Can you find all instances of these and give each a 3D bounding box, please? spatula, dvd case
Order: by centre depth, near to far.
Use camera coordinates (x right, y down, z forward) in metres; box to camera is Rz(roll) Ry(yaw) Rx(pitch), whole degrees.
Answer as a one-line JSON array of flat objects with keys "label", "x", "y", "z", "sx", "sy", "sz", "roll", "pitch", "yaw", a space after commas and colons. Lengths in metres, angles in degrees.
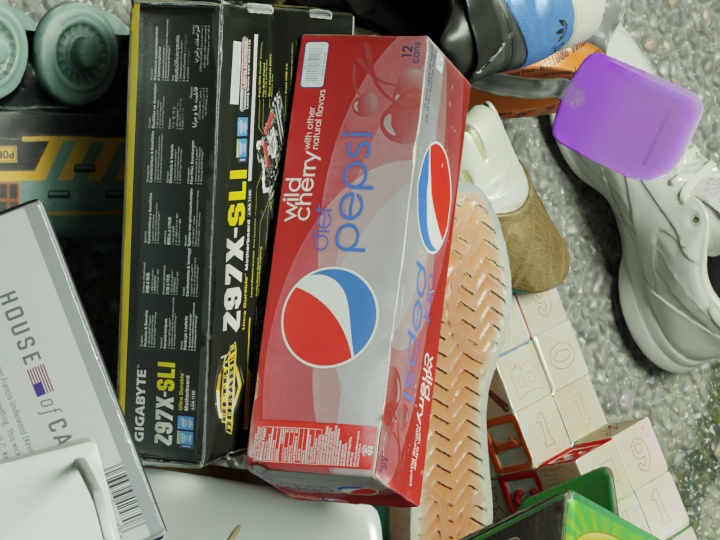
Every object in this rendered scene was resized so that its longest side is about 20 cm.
[{"label": "dvd case", "x": -0.198, "y": 0.076, "z": 1.180, "sx": 0.199, "sy": 0.025, "sz": 0.151, "roll": -21, "pitch": 93, "yaw": -9}, {"label": "spatula", "x": 0.065, "y": -0.093, "z": 1.392, "sx": 0.057, "sy": 0.199, "sz": 0.021, "roll": -63, "pitch": 159, "yaw": -23}]

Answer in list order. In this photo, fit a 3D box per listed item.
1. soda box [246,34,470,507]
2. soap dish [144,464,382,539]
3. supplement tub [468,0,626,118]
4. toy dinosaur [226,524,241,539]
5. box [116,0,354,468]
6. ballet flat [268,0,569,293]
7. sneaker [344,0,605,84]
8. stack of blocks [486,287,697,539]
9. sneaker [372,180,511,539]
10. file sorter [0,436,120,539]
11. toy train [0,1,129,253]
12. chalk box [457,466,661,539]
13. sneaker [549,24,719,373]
[{"label": "soda box", "x": 0.000, "y": 0.000, "z": 1.274, "sx": 0.070, "sy": 0.063, "sz": 0.201, "roll": 41, "pitch": 54, "yaw": -66}, {"label": "soap dish", "x": -0.084, "y": 0.166, "z": 1.282, "sx": 0.199, "sy": 0.081, "sz": 0.158, "roll": 11, "pitch": 72, "yaw": -37}, {"label": "supplement tub", "x": 0.073, "y": -0.186, "z": 1.472, "sx": 0.122, "sy": 0.122, "sz": 0.201, "roll": 7, "pitch": 75, "yaw": -39}, {"label": "toy dinosaur", "x": -0.055, "y": 0.194, "z": 1.189, "sx": 0.058, "sy": 0.101, "sz": 0.201, "roll": -7, "pitch": 71, "yaw": -12}, {"label": "box", "x": -0.054, "y": -0.020, "z": 1.287, "sx": 0.160, "sy": 0.049, "sz": 0.201, "roll": -9, "pitch": 103, "yaw": -68}, {"label": "ballet flat", "x": 0.024, "y": -0.067, "z": 1.382, "sx": 0.200, "sy": 0.072, "sz": 0.068, "roll": 37, "pitch": 45, "yaw": 8}, {"label": "sneaker", "x": 0.024, "y": -0.180, "z": 1.353, "sx": 0.111, "sy": 0.077, "sz": 0.201, "roll": -26, "pitch": 87, "yaw": -34}, {"label": "stack of blocks", "x": 0.091, "y": 0.104, "z": 1.421, "sx": 0.058, "sy": 0.115, "sz": 0.201, "roll": -24, "pitch": 94, "yaw": -41}, {"label": "sneaker", "x": 0.019, "y": 0.052, "z": 1.363, "sx": 0.071, "sy": 0.080, "sz": 0.201, "roll": -7, "pitch": 106, "yaw": -41}, {"label": "file sorter", "x": -0.178, "y": 0.163, "z": 1.111, "sx": 0.199, "sy": 0.125, "sz": 0.140, "roll": -14, "pitch": 97, "yaw": -9}, {"label": "toy train", "x": -0.145, "y": -0.063, "z": 1.293, "sx": 0.199, "sy": 0.085, "sz": 0.115, "roll": -2, "pitch": 94, "yaw": -43}, {"label": "chalk box", "x": 0.094, "y": 0.188, "z": 1.295, "sx": 0.124, "sy": 0.125, "sz": 0.201, "roll": 30, "pitch": 50, "yaw": -28}, {"label": "sneaker", "x": 0.169, "y": -0.049, "z": 1.534, "sx": 0.075, "sy": 0.099, "sz": 0.201, "roll": -25, "pitch": 94, "yaw": -38}]
